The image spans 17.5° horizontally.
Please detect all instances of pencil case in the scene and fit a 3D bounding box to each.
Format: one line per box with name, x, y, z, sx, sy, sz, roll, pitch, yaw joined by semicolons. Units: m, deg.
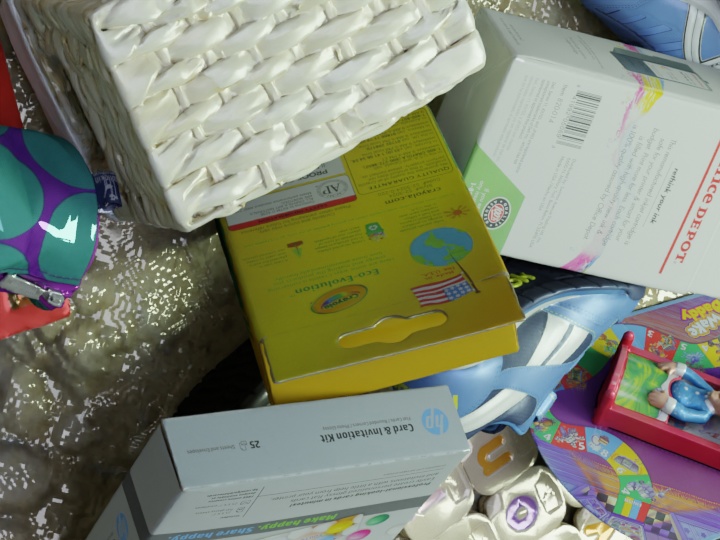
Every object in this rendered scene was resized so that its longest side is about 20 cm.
pencil case;-0.214;-0.023;1.085;0.200;0.085;0.093;-1;58;-43

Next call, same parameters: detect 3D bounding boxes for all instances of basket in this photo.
basket;-0.054;-0.117;1.155;0.200;0.123;0.136;-30;112;-16

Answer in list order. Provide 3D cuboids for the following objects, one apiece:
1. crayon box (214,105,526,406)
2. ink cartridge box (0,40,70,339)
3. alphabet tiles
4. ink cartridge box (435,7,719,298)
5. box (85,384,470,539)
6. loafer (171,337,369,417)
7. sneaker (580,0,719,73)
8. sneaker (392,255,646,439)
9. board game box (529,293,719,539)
crayon box;0.000;0.000;1.165;0.126;0.200;0.051;-14;125;-4
ink cartridge box;-0.243;-0.021;1.134;0.199;0.057;0.163;-18;102;-22
alphabet tiles;0.091;0.184;1.351;0.195;0.015;0.201;-34;109;-23
ink cartridge box;0.142;-0.061;1.295;0.199;0.067;0.117;12;115;-22
box;-0.055;0.128;1.172;0.155;0.200;0.041;-5;62;-29
loafer;-0.030;0.063;1.241;0.071;0.073;0.200;47;72;-21
sneaker;0.201;-0.109;1.353;0.200;0.076;0.077;33;87;-23
sneaker;0.084;0.041;1.294;0.200;0.074;0.083;-21;123;-44
board game box;0.192;0.071;1.325;0.199;0.158;0.039;-14;144;-27
